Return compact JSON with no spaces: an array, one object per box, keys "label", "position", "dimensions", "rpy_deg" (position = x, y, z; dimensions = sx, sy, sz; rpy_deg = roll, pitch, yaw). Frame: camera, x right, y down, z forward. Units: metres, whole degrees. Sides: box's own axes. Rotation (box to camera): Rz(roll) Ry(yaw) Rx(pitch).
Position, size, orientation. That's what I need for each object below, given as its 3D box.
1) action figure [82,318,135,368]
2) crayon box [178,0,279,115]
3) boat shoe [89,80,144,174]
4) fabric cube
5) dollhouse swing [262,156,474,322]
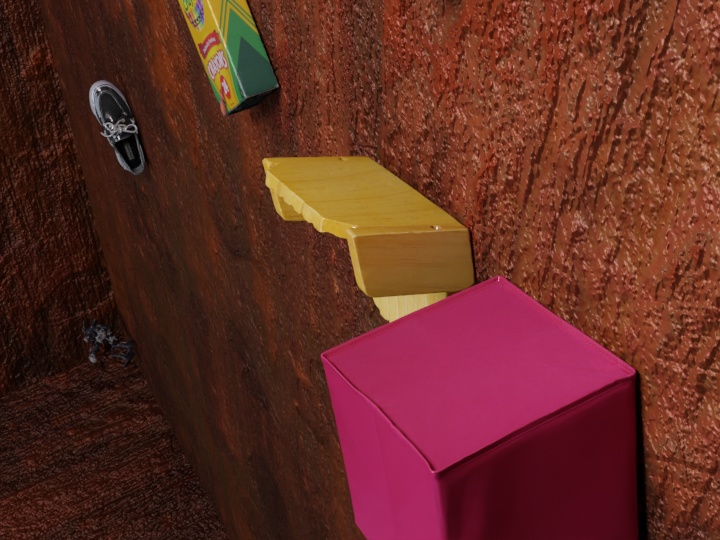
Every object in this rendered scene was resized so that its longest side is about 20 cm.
[{"label":"action figure","position":[-0.833,0.234,3.530],"dimensions":[0.199,0.102,0.119],"rpy_deg":[24,123,9]},{"label":"crayon box","position":[-0.176,-0.307,1.382],"dimensions":[0.201,0.051,0.127],"rpy_deg":[69,161,-4]},{"label":"boat shoe","position":[-0.485,-0.283,2.189],"dimensions":[0.068,0.073,0.200],"rpy_deg":[-136,29,-57]},{"label":"fabric cube","position":[0.106,0.159,0.937],"dimensions":[0.200,0.195,0.200],"rpy_deg":[41,146,53]},{"label":"dollhouse swing","position":[0.000,0.000,1.104],"dimensions":[0.200,0.181,0.177],"rpy_deg":[42,129,49]}]
